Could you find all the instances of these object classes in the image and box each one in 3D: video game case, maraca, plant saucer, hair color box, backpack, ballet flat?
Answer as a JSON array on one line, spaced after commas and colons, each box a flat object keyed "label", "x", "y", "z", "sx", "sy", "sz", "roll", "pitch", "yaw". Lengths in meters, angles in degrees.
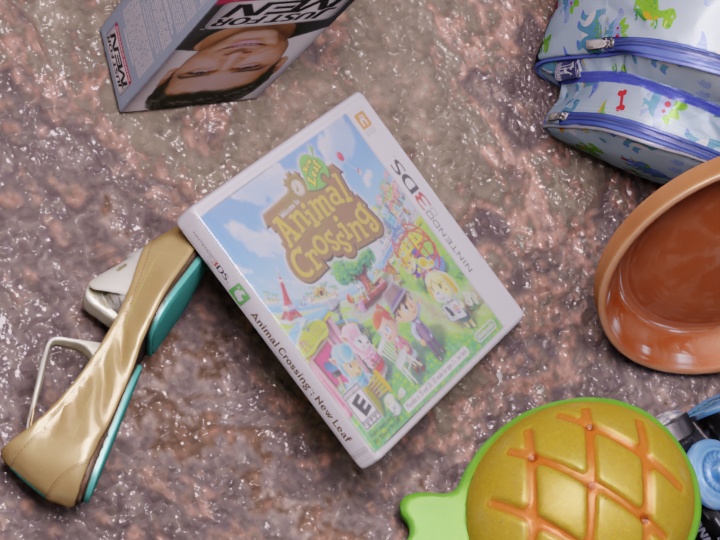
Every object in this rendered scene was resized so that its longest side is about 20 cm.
[{"label": "video game case", "x": 0.000, "y": 0.000, "z": 1.312, "sx": 0.183, "sy": 0.022, "sz": 0.200, "roll": 53, "pitch": 40, "yaw": -2}, {"label": "maraca", "x": 0.114, "y": 0.155, "z": 1.308, "sx": 0.199, "sy": 0.107, "sz": 0.138, "roll": -26, "pitch": 68, "yaw": -14}, {"label": "plant saucer", "x": 0.244, "y": -0.010, "z": 1.382, "sx": 0.199, "sy": 0.201, "sz": 0.032, "roll": 5, "pitch": 44, "yaw": -25}, {"label": "hair color box", "x": -0.072, "y": -0.161, "z": 1.263, "sx": 0.098, "sy": 0.200, "sz": 0.061, "roll": -8, "pitch": 76, "yaw": -28}, {"label": "backpack", "x": 0.226, "y": -0.129, "z": 1.401, "sx": 0.182, "sy": 0.200, "sz": 0.148, "roll": 19, "pitch": 82, "yaw": -21}, {"label": "ballet flat", "x": -0.144, "y": 0.039, "z": 1.240, "sx": 0.063, "sy": 0.069, "sz": 0.201, "roll": 25, "pitch": 61, "yaw": 0}]

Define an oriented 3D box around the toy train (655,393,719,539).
[{"label": "toy train", "x": 0.258, "y": 0.170, "z": 1.387, "sx": 0.114, "sy": 0.087, "sz": 0.201, "roll": -28, "pitch": 87, "yaw": -37}]
